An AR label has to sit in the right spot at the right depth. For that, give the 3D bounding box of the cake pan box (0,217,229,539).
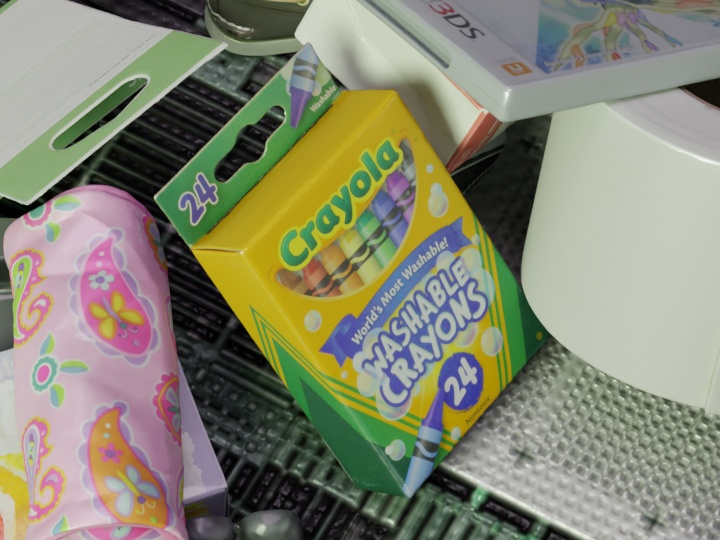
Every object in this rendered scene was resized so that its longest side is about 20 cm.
[{"bbox_3d":[-0.184,0.068,1.273,0.183,0.052,0.201,-15,61,-14],"label":"cake pan box"}]

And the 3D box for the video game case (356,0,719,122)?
[{"bbox_3d":[0.102,-0.142,1.241,0.199,0.022,0.182,-13,38,-30],"label":"video game case"}]

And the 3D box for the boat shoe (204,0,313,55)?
[{"bbox_3d":[0.008,-0.175,1.417,0.200,0.060,0.072,-13,61,-10],"label":"boat shoe"}]

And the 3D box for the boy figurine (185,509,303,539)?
[{"bbox_3d":[-0.058,0.219,1.182,0.123,0.065,0.201,-1,56,-6],"label":"boy figurine"}]

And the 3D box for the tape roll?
[{"bbox_3d":[0.192,-0.040,1.258,0.201,0.140,0.203,8,32,-5],"label":"tape roll"}]

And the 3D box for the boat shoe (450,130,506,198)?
[{"bbox_3d":[0.013,-0.018,1.325,0.200,0.072,0.068,-35,100,-35],"label":"boat shoe"}]

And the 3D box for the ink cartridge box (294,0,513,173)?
[{"bbox_3d":[0.074,-0.152,1.342,0.116,0.068,0.200,45,51,9],"label":"ink cartridge box"}]

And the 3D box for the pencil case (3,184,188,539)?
[{"bbox_3d":[-0.132,0.058,1.208,0.087,0.088,0.201,-6,59,-6],"label":"pencil case"}]

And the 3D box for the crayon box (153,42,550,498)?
[{"bbox_3d":[0.000,0.000,1.245,0.126,0.201,0.051,-47,27,-25],"label":"crayon box"}]

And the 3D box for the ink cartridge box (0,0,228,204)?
[{"bbox_3d":[-0.170,-0.081,1.306,0.145,0.048,0.199,-41,37,-23],"label":"ink cartridge box"}]
